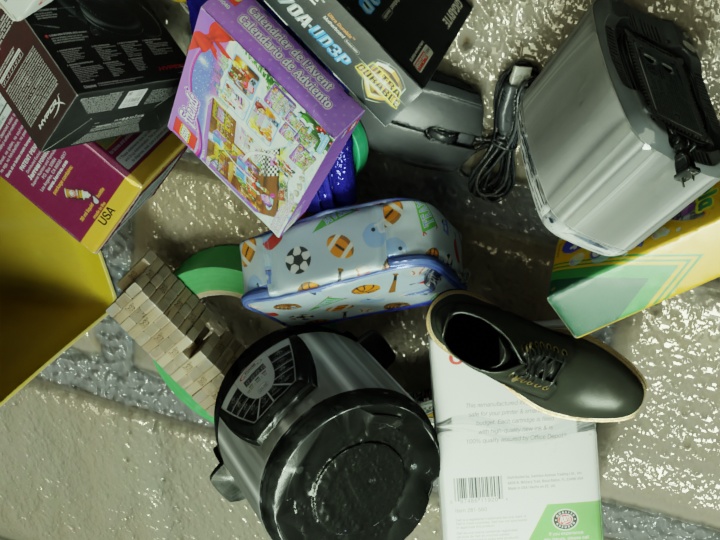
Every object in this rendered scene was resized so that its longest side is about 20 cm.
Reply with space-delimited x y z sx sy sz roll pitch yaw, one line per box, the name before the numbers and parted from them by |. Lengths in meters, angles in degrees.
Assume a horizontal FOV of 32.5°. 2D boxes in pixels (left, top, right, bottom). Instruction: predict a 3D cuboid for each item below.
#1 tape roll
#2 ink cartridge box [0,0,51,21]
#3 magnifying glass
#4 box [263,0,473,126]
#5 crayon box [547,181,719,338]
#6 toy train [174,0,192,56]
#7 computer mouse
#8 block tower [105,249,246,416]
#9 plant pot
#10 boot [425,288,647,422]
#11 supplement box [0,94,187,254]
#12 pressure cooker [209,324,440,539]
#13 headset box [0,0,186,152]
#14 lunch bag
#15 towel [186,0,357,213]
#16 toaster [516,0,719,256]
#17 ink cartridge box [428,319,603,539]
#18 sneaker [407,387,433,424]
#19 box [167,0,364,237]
tape roll | -0.120 0.073 1.262 0.197 0.048 0.203 10 122 15
ink cartridge box | -0.216 -0.302 0.980 0.084 0.201 0.144 45 124 -10
magnifying glass | -0.048 -0.081 1.130 0.079 0.022 0.201 36 139 5
box | 0.002 -0.216 0.949 0.159 0.200 0.046 45 121 -10
crayon box | 0.253 -0.036 1.007 0.198 0.126 0.052 -27 115 31
toy train | -0.115 -0.244 1.059 0.148 0.056 0.202 -2 119 27
computer mouse | 0.049 -0.138 1.069 0.197 0.053 0.140 21 125 8
block tower | -0.163 0.077 1.218 0.054 0.058 0.200 -36 101 33
plant pot | -0.396 -0.007 1.243 0.174 0.200 0.202 5 122 32
boot | 0.146 0.081 1.003 0.197 0.138 0.079 19 93 1
supplement box | -0.273 -0.136 1.144 0.199 0.131 0.103 41 125 -5
pressure cooker | -0.041 0.149 1.116 0.173 0.200 0.181 -1 112 -25
headset box | -0.256 -0.211 1.054 0.201 0.148 0.077 52 125 11
lunch bag | 0.000 0.000 1.109 0.197 0.160 0.077 -10 72 17
towel | -0.077 -0.145 1.039 0.146 0.050 0.202 16 134 23
toaster | 0.200 -0.103 0.953 0.112 0.202 0.129 17 135 -27
ink cartridge box | 0.139 0.148 1.119 0.144 0.084 0.203 -3 93 2
sneaker | 0.091 0.129 1.209 0.197 0.078 0.083 2 113 11
box | -0.080 -0.119 0.966 0.137 0.039 0.200 45 155 2
